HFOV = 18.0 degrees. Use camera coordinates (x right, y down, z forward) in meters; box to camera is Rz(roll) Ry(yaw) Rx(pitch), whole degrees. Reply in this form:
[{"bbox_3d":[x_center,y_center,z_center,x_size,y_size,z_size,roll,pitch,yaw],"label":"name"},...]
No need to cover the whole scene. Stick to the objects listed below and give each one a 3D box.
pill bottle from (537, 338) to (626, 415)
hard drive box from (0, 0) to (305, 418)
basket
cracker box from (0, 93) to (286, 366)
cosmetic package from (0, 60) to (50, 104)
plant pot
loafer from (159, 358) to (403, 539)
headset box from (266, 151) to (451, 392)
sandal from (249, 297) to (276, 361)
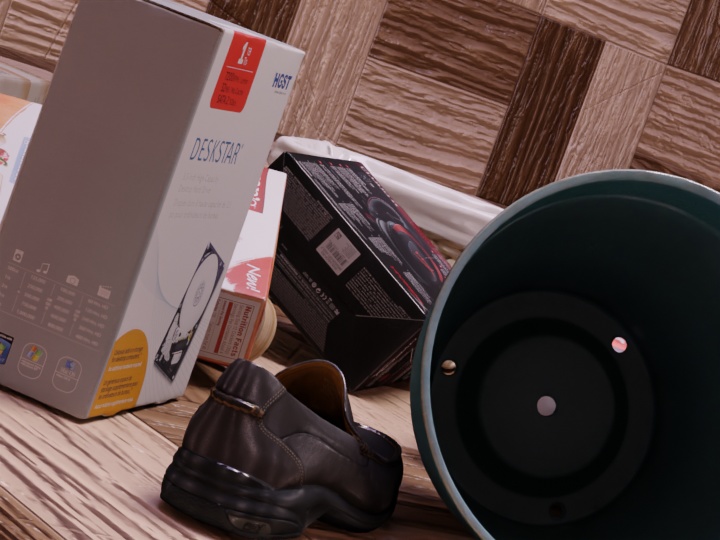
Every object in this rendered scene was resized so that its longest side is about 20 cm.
[{"bbox_3d":[0.155,0.093,1.321,0.199,0.112,0.111,21,6,6],"label":"pill bottle"},{"bbox_3d":[-0.114,-0.036,1.157,0.076,0.201,0.156,21,7,12],"label":"hard drive box"},{"bbox_3d":[0.021,-0.014,1.768,0.199,0.124,0.135,21,6,14],"label":"basket"},{"bbox_3d":[-0.148,-0.027,1.330,0.198,0.058,0.134,16,34,-7],"label":"cracker box"},{"bbox_3d":[-0.332,-0.132,1.829,0.103,0.088,0.200,22,6,6],"label":"cosmetic package"},{"bbox_3d":[0.113,0.063,1.138,0.199,0.201,0.188,19,-9,-5],"label":"plant pot"},{"bbox_3d":[-0.021,0.078,1.056,0.072,0.073,0.200,21,5,17],"label":"loafer"},{"bbox_3d":[0.000,0.000,1.553,0.149,0.075,0.200,50,12,9],"label":"headset box"},{"bbox_3d":[-0.124,0.000,1.444,0.211,0.078,0.070,37,0,31],"label":"sandal"}]
